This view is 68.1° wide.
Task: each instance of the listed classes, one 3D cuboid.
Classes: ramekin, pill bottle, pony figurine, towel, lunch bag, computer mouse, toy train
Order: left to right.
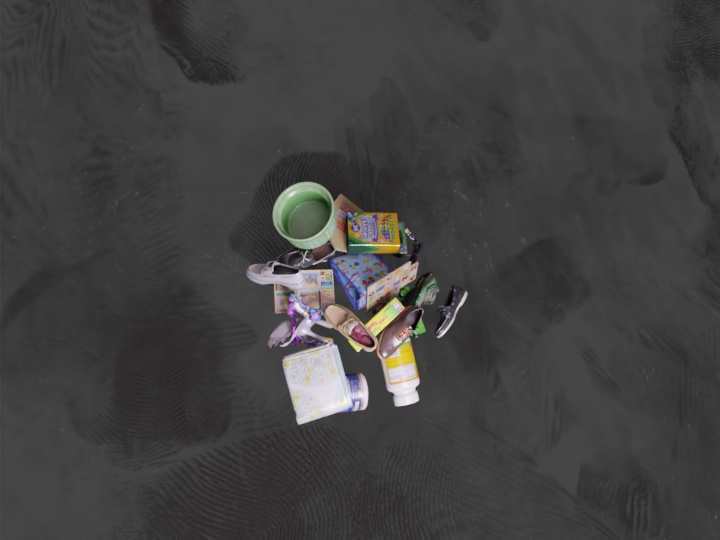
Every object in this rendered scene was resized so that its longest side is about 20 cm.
[{"bbox_3d":[-0.177,0.174,1.628,0.199,0.166,0.195,40,65,-25],"label":"pony figurine"},{"bbox_3d":[-0.168,-0.167,1.673,0.196,0.098,0.203,-4,69,10],"label":"ramekin"},{"bbox_3d":[-0.127,0.322,1.548,0.168,0.048,0.203,-16,79,-3],"label":"towel"},{"bbox_3d":[-0.084,0.377,1.625,0.197,0.111,0.113,-2,80,-18],"label":"pill bottle"},{"bbox_3d":[0.000,0.000,1.720,0.149,0.095,0.201,-25,63,-26],"label":"lunch bag"},{"bbox_3d":[0.130,-0.108,1.798,0.199,0.046,0.141,37,52,-10],"label":"computer mouse"},{"bbox_3d":[0.126,0.322,1.704,0.109,0.111,0.204,-10,83,-19],"label":"pill bottle"},{"bbox_3d":[0.167,0.124,1.794,0.056,0.042,0.203,-16,85,-29],"label":"toy train"}]

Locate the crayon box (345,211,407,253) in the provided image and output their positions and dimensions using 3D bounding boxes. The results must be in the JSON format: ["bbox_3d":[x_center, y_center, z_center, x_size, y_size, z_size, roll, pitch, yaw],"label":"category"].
[{"bbox_3d":[0.054,-0.122,1.716,0.196,0.052,0.128,0,61,-8],"label":"crayon box"}]

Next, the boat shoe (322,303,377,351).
[{"bbox_3d":[-0.026,0.167,1.597,0.199,0.066,0.074,36,82,-2],"label":"boat shoe"}]

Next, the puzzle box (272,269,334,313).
[{"bbox_3d":[-0.181,0.067,1.699,0.197,0.025,0.136,-2,81,-18],"label":"puzzle box"}]

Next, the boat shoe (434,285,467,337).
[{"bbox_3d":[0.294,0.134,1.813,0.066,0.074,0.201,37,71,-5],"label":"boat shoe"}]

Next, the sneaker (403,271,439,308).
[{"bbox_3d":[0.212,0.086,1.768,0.086,0.078,0.200,54,46,-10],"label":"sneaker"}]

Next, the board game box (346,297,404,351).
[{"bbox_3d":[0.046,0.171,1.688,0.200,0.102,0.048,-42,88,-7],"label":"board game box"}]

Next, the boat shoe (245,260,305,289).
[{"bbox_3d":[-0.261,0.000,1.622,0.197,0.067,0.074,8,47,14],"label":"boat shoe"}]

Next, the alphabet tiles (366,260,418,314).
[{"bbox_3d":[0.100,0.048,1.688,0.198,0.168,0.008,-31,63,-18],"label":"alphabet tiles"}]

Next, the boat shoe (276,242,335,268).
[{"bbox_3d":[-0.173,-0.049,1.703,0.197,0.068,0.073,-14,86,-18],"label":"boat shoe"}]

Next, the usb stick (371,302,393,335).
[{"bbox_3d":[0.065,0.133,1.762,0.055,0.033,0.203,-22,87,-13],"label":"usb stick"}]

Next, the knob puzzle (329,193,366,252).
[{"bbox_3d":[-0.043,-0.134,1.759,0.216,0.030,0.223,14,57,-23],"label":"knob puzzle"}]

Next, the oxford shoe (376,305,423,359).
[{"bbox_3d":[0.121,0.186,1.628,0.071,0.072,0.201,40,72,-12],"label":"oxford shoe"}]
